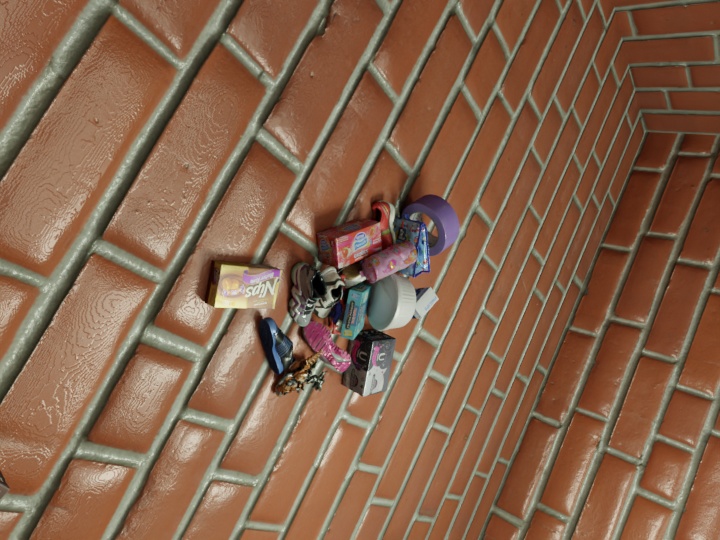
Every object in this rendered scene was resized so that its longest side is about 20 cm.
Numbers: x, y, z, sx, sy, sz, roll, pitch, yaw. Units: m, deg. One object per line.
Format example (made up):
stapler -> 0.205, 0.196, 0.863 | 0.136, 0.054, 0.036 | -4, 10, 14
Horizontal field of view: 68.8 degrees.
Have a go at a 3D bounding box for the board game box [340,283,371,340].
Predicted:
board game box -> -0.013, 0.128, 1.707 | 0.200, 0.046, 0.153 | -24, 126, -80

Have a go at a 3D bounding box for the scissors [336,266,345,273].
scissors -> -0.045, -0.020, 1.654 | 0.200, 0.073, 0.014 | -34, 118, -53

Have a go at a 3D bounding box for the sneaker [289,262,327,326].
sneaker -> -0.145, 0.086, 1.559 | 0.077, 0.139, 0.202 | -18, 115, -40

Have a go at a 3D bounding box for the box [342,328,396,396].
box -> 0.030, 0.321, 1.842 | 0.131, 0.114, 0.202 | 1, 102, -47

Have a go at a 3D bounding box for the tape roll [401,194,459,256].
tape roll -> 0.242, -0.158, 1.846 | 0.085, 0.199, 0.202 | -33, 125, -36

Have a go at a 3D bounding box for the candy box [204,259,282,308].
candy box -> -0.315, 0.041, 1.430 | 0.199, 0.056, 0.118 | 7, 98, -46

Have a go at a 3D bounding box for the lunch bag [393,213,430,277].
lunch bag -> 0.161, -0.096, 1.815 | 0.094, 0.150, 0.202 | -17, 115, -42

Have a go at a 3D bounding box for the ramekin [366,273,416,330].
ramekin -> 0.106, 0.103, 1.775 | 0.093, 0.202, 0.205 | 5, 99, -30

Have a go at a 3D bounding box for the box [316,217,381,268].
box -> -0.032, -0.089, 1.655 | 0.199, 0.095, 0.101 | -23, 118, -40

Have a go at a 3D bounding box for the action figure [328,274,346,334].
action figure -> -0.068, 0.105, 1.684 | 0.051, 0.066, 0.202 | 0, 117, -12

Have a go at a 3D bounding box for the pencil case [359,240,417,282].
pencil case -> 0.092, -0.029, 1.699 | 0.199, 0.087, 0.088 | -26, 121, -32

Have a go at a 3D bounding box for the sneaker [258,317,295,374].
sneaker -> -0.243, 0.211, 1.557 | 0.078, 0.070, 0.202 | -35, 133, -37

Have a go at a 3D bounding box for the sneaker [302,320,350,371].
sneaker -> -0.122, 0.243, 1.686 | 0.081, 0.088, 0.201 | -45, 109, -24

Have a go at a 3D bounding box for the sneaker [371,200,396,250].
sneaker -> 0.065, -0.132, 1.766 | 0.084, 0.077, 0.203 | -5, 93, -38

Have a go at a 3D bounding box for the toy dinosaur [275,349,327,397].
toy dinosaur -> -0.176, 0.320, 1.610 | 0.135, 0.199, 0.103 | 15, 53, -51

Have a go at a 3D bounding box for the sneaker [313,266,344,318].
sneaker -> -0.101, 0.085, 1.615 | 0.073, 0.080, 0.201 | -21, 144, -32

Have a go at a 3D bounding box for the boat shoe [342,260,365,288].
boat shoe -> 0.000, 0.000, 1.748 | 0.199, 0.071, 0.070 | -31, 150, -45

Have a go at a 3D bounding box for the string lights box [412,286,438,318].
string lights box -> 0.173, 0.118, 1.859 | 0.103, 0.199, 0.059 | -45, 107, -28

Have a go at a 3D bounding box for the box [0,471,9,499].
box -> -0.781, 0.379, 0.942 | 0.165, 0.199, 0.167 | -50, 134, -23
